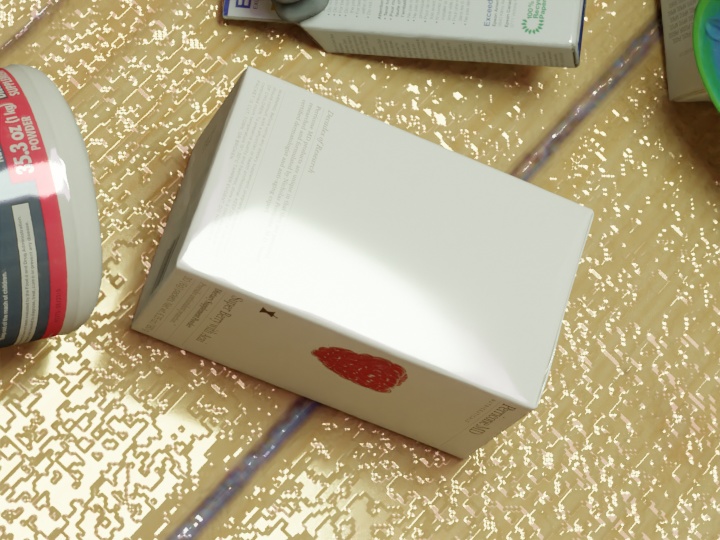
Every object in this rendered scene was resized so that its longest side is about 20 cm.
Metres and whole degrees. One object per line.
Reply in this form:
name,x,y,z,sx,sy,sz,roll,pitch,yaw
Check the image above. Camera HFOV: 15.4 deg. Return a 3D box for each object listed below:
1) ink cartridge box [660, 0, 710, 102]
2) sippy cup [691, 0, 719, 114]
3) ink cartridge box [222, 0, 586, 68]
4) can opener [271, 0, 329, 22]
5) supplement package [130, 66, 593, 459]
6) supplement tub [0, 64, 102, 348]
ink cartridge box,0.249,-0.200,1.539,0.145,0.083,0.200,-2,85,-17
sippy cup,0.271,-0.133,1.434,0.140,0.178,0.130,42,60,19
ink cartridge box,0.035,-0.215,1.504,0.200,0.043,0.197,5,71,10
can opener,-0.055,-0.234,1.471,0.066,0.053,0.200,-18,70,2
supplement package,0.000,0.000,1.397,0.200,0.121,0.120,22,68,-9
supplement tub,-0.239,-0.019,1.319,0.200,0.140,0.141,-12,77,-20
